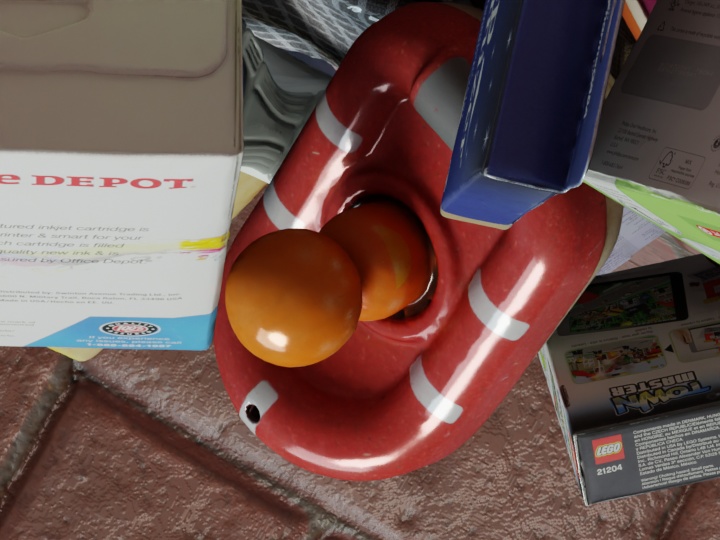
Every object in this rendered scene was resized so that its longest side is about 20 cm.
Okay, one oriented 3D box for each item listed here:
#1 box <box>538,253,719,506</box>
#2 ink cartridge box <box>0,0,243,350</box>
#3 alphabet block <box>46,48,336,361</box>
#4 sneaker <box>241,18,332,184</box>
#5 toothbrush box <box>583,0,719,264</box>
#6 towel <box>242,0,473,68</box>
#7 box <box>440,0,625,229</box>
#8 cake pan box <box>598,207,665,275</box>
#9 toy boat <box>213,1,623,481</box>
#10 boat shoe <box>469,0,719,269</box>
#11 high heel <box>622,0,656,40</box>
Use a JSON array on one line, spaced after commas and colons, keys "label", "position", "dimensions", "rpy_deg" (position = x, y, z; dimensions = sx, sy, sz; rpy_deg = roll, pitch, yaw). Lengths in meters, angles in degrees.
[{"label": "box", "position": [0.172, 0.027, 1.162], "dimensions": [0.110, 0.199, 0.035], "rpy_deg": [-101, -1, -59]}, {"label": "ink cartridge box", "position": [-0.120, -0.071, 1.097], "dimensions": [0.146, 0.147, 0.200], "rpy_deg": [1, 160, -6]}, {"label": "alphabet block", "position": [-0.161, -0.111, 1.489], "dimensions": [0.195, 0.200, 0.197], "rpy_deg": [30, -158, -42]}, {"label": "sneaker", "position": [-0.067, -0.078, 1.298], "dimensions": [0.200, 0.075, 0.087], "rpy_deg": [28, -178, -46]}, {"label": "toothbrush box", "position": [0.189, -0.012, 0.930], "dimensions": [0.200, 0.086, 0.146], "rpy_deg": [31, 176, -26]}, {"label": "towel", "position": [-0.001, -0.126, 1.306], "dimensions": [0.165, 0.086, 0.200], "rpy_deg": [28, 178, 20]}, {"label": "box", "position": [0.059, -0.081, 0.975], "dimensions": [0.032, 0.122, 0.200], "rpy_deg": [13, 176, -4]}, {"label": "cake pan box", "position": [0.065, -0.026, 1.318], "dimensions": [0.052, 0.200, 0.184], "rpy_deg": [59, -168, 22]}, {"label": "toy boat", "position": [0.000, 0.000, 1.143], "dimensions": [0.131, 0.200, 0.131], "rpy_deg": [-22, -116, -44]}, {"label": "boat shoe", "position": [0.103, -0.086, 1.153], "dimensions": [0.200, 0.065, 0.073], "rpy_deg": [49, 174, -15]}, {"label": "high heel", "position": [0.165, -0.076, 1.094], "dimensions": [0.200, 0.096, 0.067], "rpy_deg": [51, -174, -26]}]
